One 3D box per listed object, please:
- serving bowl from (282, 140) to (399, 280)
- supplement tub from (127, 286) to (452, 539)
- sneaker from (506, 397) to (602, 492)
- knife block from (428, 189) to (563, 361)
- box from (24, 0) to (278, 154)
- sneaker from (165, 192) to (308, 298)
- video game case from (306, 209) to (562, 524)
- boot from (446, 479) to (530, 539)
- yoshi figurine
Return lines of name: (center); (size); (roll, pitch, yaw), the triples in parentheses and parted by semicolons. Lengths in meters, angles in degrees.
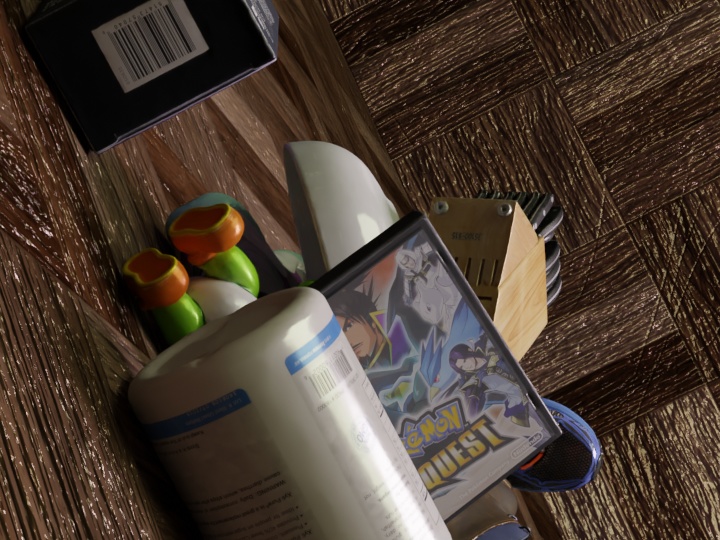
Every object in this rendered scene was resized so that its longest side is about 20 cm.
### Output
serving bowl: (0.000, 0.000, 1.490); (0.200, 0.066, 0.201); (166, -90, -84)
supplement tub: (-0.037, 0.123, 1.229); (0.201, 0.132, 0.132); (63, 6, -9)
sneaker: (0.084, 0.121, 1.574); (0.078, 0.199, 0.076); (-22, 127, -78)
knife block: (0.095, 0.027, 1.498); (0.176, 0.064, 0.201); (52, 45, -59)
box: (-0.144, -0.179, 1.507); (0.105, 0.148, 0.200); (61, 7, -14)
sneaker: (-0.071, 0.043, 1.570); (0.200, 0.078, 0.140); (39, 25, -52)
video game case: (0.006, 0.092, 1.349); (0.181, 0.200, 0.025); (57, -10, -17)
boot: (0.079, 0.190, 1.467); (0.097, 0.075, 0.200); (37, 16, 27)
yoshi figurine: (-0.068, 0.061, 1.378); (0.112, 0.112, 0.200); (-89, 154, -60)
